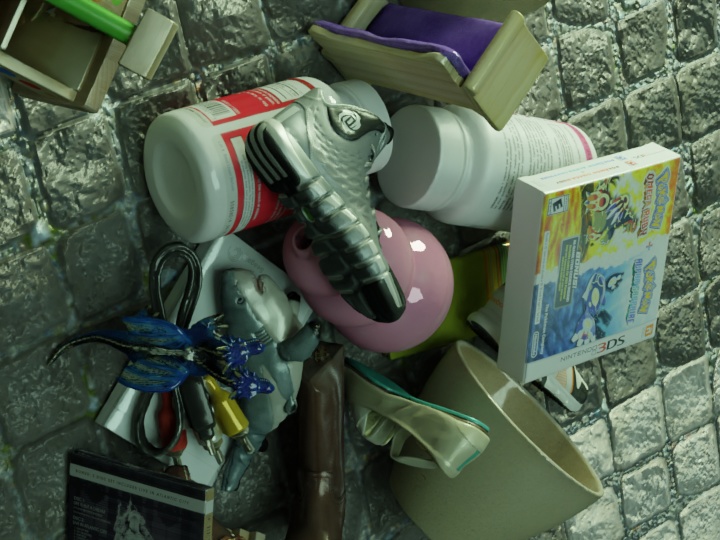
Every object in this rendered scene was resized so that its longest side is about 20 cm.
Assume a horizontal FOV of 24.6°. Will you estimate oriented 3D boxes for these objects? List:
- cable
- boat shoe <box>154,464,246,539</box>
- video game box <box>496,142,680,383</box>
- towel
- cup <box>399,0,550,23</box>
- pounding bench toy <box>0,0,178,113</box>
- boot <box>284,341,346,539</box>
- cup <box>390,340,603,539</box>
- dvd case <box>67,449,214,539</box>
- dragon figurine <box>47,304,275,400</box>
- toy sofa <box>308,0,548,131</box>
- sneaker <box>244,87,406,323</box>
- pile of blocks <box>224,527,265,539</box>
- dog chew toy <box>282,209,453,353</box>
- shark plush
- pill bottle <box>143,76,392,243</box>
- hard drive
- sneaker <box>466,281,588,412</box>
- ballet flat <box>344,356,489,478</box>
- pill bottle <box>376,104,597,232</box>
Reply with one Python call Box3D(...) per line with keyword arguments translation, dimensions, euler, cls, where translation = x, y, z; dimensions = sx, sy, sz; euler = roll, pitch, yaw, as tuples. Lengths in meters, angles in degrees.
Box3D(translation=(-0.159, 0.078, 1.412), dimensions=(0.097, 0.050, 0.201), euler=(-15, 96, -4), cls="cable")
Box3D(translation=(-0.122, 0.258, 1.408), dimensions=(0.070, 0.070, 0.201), euler=(-17, 92, -2), cls="boat shoe")
Box3D(translation=(0.218, -0.007, 1.573), dimensions=(0.182, 0.047, 0.201), euler=(-18, 123, -36), cls="video game box")
Box3D(translation=(0.101, 0.025, 1.637), dimensions=(0.199, 0.018, 0.087), euler=(-14, 105, -34), cls="towel")
Box3D(translation=(0.134, -0.315, 1.504), dimensions=(0.199, 0.143, 0.202), euler=(-9, 105, -35), cls="cup")
Box3D(translation=(-0.241, -0.205, 1.203), dimensions=(0.156, 0.200, 0.125), euler=(27, 84, -39), cls="pounding bench toy")
Box3D(translation=(-0.040, 0.174, 1.468), dimensions=(0.064, 0.187, 0.201), euler=(4, 110, -1), cls="boot")
Box3D(translation=(0.113, 0.189, 1.580), dimensions=(0.143, 0.200, 0.200), euler=(-45, 127, 9), cls="cup")
Box3D(translation=(-0.189, 0.262, 1.386), dimensions=(0.016, 0.148, 0.201), euler=(-13, 109, -56), cls="dvd case")
Box3D(translation=(-0.163, 0.065, 1.335), dimensions=(0.199, 0.099, 0.059), euler=(6, 96, 4), cls="dragon figurine")
Box3D(translation=(0.055, -0.197, 1.434), dimensions=(0.083, 0.200, 0.098), euler=(-55, 131, -13), cls="toy sofa")
Box3D(translation=(0.003, -0.063, 1.349), dimensions=(0.115, 0.075, 0.200), euler=(-44, 110, -29), cls="sneaker")
Box3D(translation=(-0.154, 0.315, 1.464), dimensions=(0.062, 0.082, 0.201), euler=(28, 83, -37), cls="pile of blocks")
Box3D(translation=(0.000, 0.000, 1.464), dimensions=(0.200, 0.124, 0.125), euler=(28, 83, -56), cls="dog chew toy")
Box3D(translation=(-0.100, 0.094, 1.458), dimensions=(0.083, 0.091, 0.201), euler=(6, 118, -19), cls="shark plush")
Box3D(translation=(-0.075, -0.101, 1.410), dimensions=(0.199, 0.112, 0.113), euler=(-19, 111, -33), cls="pill bottle")
Box3D(translation=(-0.133, 0.078, 1.462), dimensions=(0.132, 0.026, 0.201), euler=(38, 78, -37), cls="hard drive")
Box3D(translation=(0.187, 0.075, 1.659), dimensions=(0.080, 0.074, 0.200), euler=(-51, 137, -5), cls="sneaker")
Box3D(translation=(0.033, 0.136, 1.493), dimensions=(0.069, 0.200, 0.070), euler=(-13, 112, -34), cls="ballet flat")
Box3D(translation=(0.120, -0.096, 1.561), dimensions=(0.199, 0.113, 0.114), euler=(6, 97, -39), cls="pill bottle")
